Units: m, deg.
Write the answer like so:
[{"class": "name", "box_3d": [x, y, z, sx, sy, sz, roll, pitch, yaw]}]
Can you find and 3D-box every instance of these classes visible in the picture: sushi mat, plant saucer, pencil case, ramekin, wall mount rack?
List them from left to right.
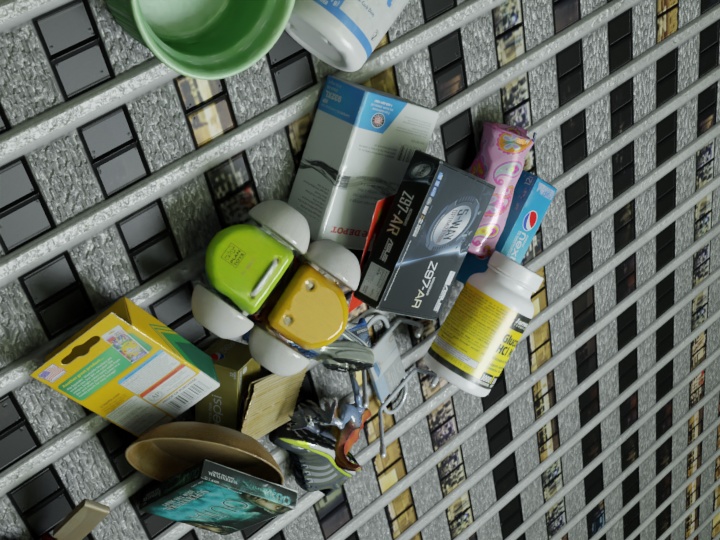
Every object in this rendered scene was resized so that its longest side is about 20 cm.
[{"class": "ramekin", "box_3d": [-0.172, -0.309, 1.014, 0.199, 0.097, 0.202, -22, 126, -33]}, {"class": "plant saucer", "box_3d": [-0.190, 0.231, 1.209, 0.200, 0.199, 0.036, 46, 44, -46]}, {"class": "sushi mat", "box_3d": [-0.120, 0.179, 1.323, 0.200, 0.012, 0.096, -12, 122, -72]}, {"class": "wall mount rack", "box_3d": [0.044, 0.173, 1.482, 0.174, 0.074, 0.201, -47, 136, -31]}, {"class": "pencil case", "box_3d": [0.196, -0.123, 1.467, 0.087, 0.087, 0.202, 7, 106, -44]}]

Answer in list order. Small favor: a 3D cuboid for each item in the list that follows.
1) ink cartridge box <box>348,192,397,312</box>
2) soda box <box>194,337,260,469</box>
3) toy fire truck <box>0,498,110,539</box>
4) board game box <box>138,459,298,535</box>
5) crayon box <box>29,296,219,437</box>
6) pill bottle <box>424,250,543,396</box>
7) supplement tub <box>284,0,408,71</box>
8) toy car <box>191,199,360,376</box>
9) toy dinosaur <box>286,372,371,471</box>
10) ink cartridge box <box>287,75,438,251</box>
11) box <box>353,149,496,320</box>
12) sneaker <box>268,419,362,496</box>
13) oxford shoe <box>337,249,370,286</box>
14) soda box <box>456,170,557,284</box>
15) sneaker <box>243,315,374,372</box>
[{"class": "ink cartridge box", "box_3d": [0.060, -0.029, 1.294, 0.200, 0.050, 0.163, -31, 140, -63]}, {"class": "soda box", "box_3d": [-0.178, 0.197, 1.296, 0.068, 0.063, 0.202, -45, 145, -60]}, {"class": "toy fire truck", "box_3d": [-0.405, 0.345, 1.156, 0.176, 0.128, 0.201, 33, 77, -47]}, {"class": "board game box", "box_3d": [-0.186, 0.297, 1.255, 0.135, 0.200, 0.028, 24, 56, -24]}, {"class": "crayon box", "box_3d": [-0.277, 0.113, 1.153, 0.125, 0.052, 0.200, -36, 138, 9]}, {"class": "pill bottle", "box_3d": [0.189, 0.078, 1.459, 0.112, 0.112, 0.201, 22, 99, -47]}, {"class": "supplement tub", "box_3d": [0.000, -0.346, 1.129, 0.201, 0.132, 0.132, -55, 137, -4]}, {"class": "toy car", "box_3d": [-0.112, 0.016, 1.206, 0.199, 0.150, 0.176, 36, 85, -24]}, {"class": "toy dinosaur", "box_3d": [-0.029, 0.226, 1.409, 0.105, 0.201, 0.181, -32, 150, 19]}, {"class": "ink cartridge box", "box_3d": [0.000, -0.135, 1.277, 0.144, 0.083, 0.202, 5, 108, -47]}, {"class": "box", "box_3d": [0.085, -0.040, 1.258, 0.160, 0.043, 0.201, 14, 101, -57]}, {"class": "sneaker", "box_3d": [-0.074, 0.287, 1.454, 0.081, 0.074, 0.200, -52, 135, -2]}, {"class": "oxford shoe", "box_3d": [0.000, 0.000, 1.364, 0.199, 0.070, 0.075, -25, 130, -31]}, {"class": "soda box", "box_3d": [0.228, -0.059, 1.543, 0.064, 0.068, 0.201, 22, 97, -47]}, {"class": "sneaker", "box_3d": [-0.072, 0.083, 1.348, 0.199, 0.077, 0.086, 16, 62, -30]}]
